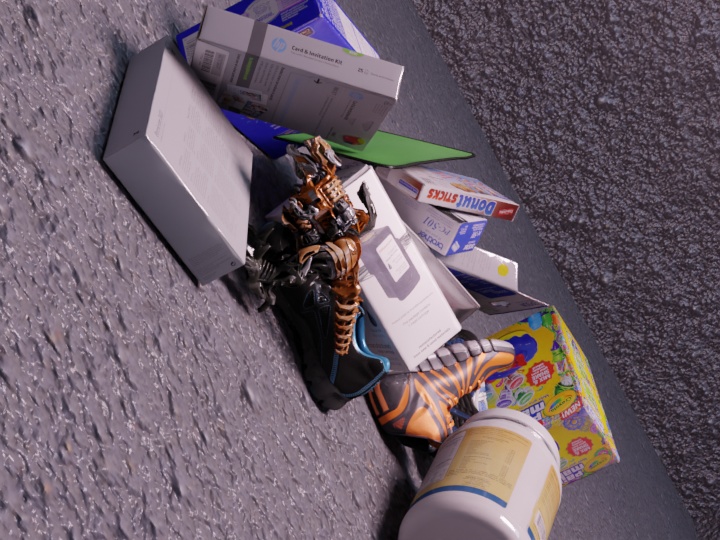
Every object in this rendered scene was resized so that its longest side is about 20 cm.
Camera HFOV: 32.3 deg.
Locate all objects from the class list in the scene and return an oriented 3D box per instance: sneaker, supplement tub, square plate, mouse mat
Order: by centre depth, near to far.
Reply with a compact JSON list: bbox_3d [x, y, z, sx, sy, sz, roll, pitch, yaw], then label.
[{"bbox_3d":[-0.038,0.035,1.266,0.202,0.081,0.073,64,17,5],"label":"sneaker"},{"bbox_3d":[0.131,0.248,1.298,0.146,0.143,0.200,60,30,-12],"label":"supplement tub"},{"bbox_3d":[0.018,-0.137,1.377,0.199,0.159,0.008,-12,115,-55],"label":"mouse mat"},{"bbox_3d":[0.101,0.149,1.439,0.078,0.197,0.114,136,-60,-62],"label":"sneaker"},{"bbox_3d":[0.023,-0.024,1.453,0.198,0.029,0.199,46,-15,-26],"label":"square plate"},{"bbox_3d":[0.118,0.164,1.513,0.078,0.074,0.203,80,10,-54],"label":"sneaker"}]

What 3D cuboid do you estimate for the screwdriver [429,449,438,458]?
[{"bbox_3d":[0.053,0.161,1.480,0.201,0.028,0.029,52,48,-34],"label":"screwdriver"}]

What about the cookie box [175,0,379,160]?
[{"bbox_3d":[-0.080,-0.223,1.381,0.200,0.169,0.076,39,31,-59],"label":"cookie box"}]

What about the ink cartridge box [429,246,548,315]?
[{"bbox_3d":[0.117,-0.001,1.561,0.197,0.048,0.197,19,-10,-14],"label":"ink cartridge box"}]

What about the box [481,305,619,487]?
[{"bbox_3d":[0.208,0.187,1.626,0.122,0.198,0.194,52,18,-35],"label":"box"}]

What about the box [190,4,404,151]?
[{"bbox_3d":[-0.070,-0.185,1.228,0.156,0.197,0.042,133,-28,-72],"label":"box"}]

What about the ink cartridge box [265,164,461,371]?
[{"bbox_3d":[0.000,0.000,1.326,0.202,0.084,0.144,60,-24,-12],"label":"ink cartridge box"}]

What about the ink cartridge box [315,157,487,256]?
[{"bbox_3d":[0.042,-0.088,1.431,0.199,0.045,0.094,33,17,20],"label":"ink cartridge box"}]

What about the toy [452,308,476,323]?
[{"bbox_3d":[0.075,0.068,1.550,0.047,0.115,0.200,52,13,9],"label":"toy"}]

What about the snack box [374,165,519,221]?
[{"bbox_3d":[0.101,-0.092,1.408,0.072,0.025,0.199,35,17,35],"label":"snack box"}]

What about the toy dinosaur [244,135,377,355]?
[{"bbox_3d":[-0.045,-0.020,1.187,0.102,0.133,0.204,67,10,-82],"label":"toy dinosaur"}]

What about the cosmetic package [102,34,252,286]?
[{"bbox_3d":[-0.161,-0.105,1.136,0.152,0.051,0.201,57,16,-30],"label":"cosmetic package"}]
